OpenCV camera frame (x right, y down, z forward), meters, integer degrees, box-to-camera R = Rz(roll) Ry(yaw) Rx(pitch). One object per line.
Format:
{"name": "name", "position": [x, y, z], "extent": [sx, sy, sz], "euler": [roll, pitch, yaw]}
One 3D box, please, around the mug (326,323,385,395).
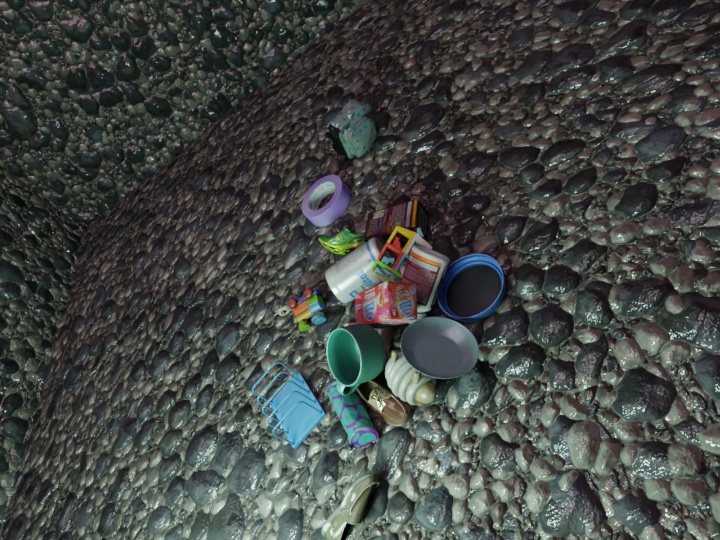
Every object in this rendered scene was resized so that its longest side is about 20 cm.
{"name": "mug", "position": [-0.011, 0.230, 1.388], "extent": [0.185, 0.113, 0.154], "euler": [-47, 61, 44]}

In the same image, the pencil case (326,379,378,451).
{"name": "pencil case", "position": [-0.026, 0.393, 1.417], "extent": [0.083, 0.094, 0.201], "euler": [-16, 39, -15]}

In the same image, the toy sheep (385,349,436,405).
{"name": "toy sheep", "position": [0.127, 0.272, 1.345], "extent": [0.138, 0.138, 0.200], "euler": [-46, 48, 0]}

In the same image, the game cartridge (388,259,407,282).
{"name": "game cartridge", "position": [0.139, 0.047, 1.575], "extent": [0.200, 0.041, 0.133], "euler": [-46, 38, 2]}

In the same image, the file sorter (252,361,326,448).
{"name": "file sorter", "position": [-0.224, 0.398, 1.550], "extent": [0.139, 0.123, 0.200], "euler": [-47, 42, 1]}

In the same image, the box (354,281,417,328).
{"name": "box", "position": [0.066, 0.098, 1.406], "extent": [0.199, 0.093, 0.102], "euler": [-25, 64, 61]}

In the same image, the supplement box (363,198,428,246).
{"name": "supplement box", "position": [0.117, -0.145, 1.697], "extent": [0.197, 0.086, 0.112], "euler": [-12, 53, 32]}

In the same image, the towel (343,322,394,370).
{"name": "towel", "position": [0.009, 0.229, 1.559], "extent": [0.197, 0.023, 0.147], "euler": [-5, 59, 40]}

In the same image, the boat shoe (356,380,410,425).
{"name": "boat shoe", "position": [0.052, 0.351, 1.393], "extent": [0.198, 0.072, 0.077], "euler": [23, 75, 46]}

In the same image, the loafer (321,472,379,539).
{"name": "loafer", "position": [-0.012, 0.595, 1.276], "extent": [0.069, 0.075, 0.202], "euler": [36, 90, 36]}

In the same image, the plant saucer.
{"name": "plant saucer", "position": [0.197, 0.201, 1.293], "extent": [0.196, 0.039, 0.203], "euler": [1, 40, -1]}

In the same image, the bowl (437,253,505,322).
{"name": "bowl", "position": [0.309, 0.050, 1.428], "extent": [0.197, 0.039, 0.204], "euler": [-22, 48, 26]}

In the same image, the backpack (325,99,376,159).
{"name": "backpack", "position": [-0.022, -0.572, 2.069], "extent": [0.151, 0.176, 0.202], "euler": [25, 75, 29]}

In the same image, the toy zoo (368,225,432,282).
{"name": "toy zoo", "position": [0.129, -0.044, 1.556], "extent": [0.130, 0.020, 0.202], "euler": [30, 78, 10]}

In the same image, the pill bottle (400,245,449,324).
{"name": "pill bottle", "position": [0.167, 0.043, 1.453], "extent": [0.114, 0.113, 0.204], "euler": [32, 107, 48]}

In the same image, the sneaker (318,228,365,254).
{"name": "sneaker", "position": [-0.060, -0.106, 1.829], "extent": [0.196, 0.074, 0.085], "euler": [6, 65, 32]}

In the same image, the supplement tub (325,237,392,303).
{"name": "supplement tub", "position": [0.000, 0.000, 1.654], "extent": [0.198, 0.132, 0.133], "euler": [-34, 43, 15]}

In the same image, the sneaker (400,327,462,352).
{"name": "sneaker", "position": [0.186, 0.203, 1.379], "extent": [0.197, 0.091, 0.077], "euler": [6, 61, 40]}

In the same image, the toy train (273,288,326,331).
{"name": "toy train", "position": [-0.207, 0.157, 1.755], "extent": [0.198, 0.084, 0.118], "euler": [-31, 58, 18]}

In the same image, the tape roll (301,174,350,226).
{"name": "tape roll", "position": [-0.136, -0.275, 2.020], "extent": [0.197, 0.066, 0.204], "euler": [-21, 49, 26]}
